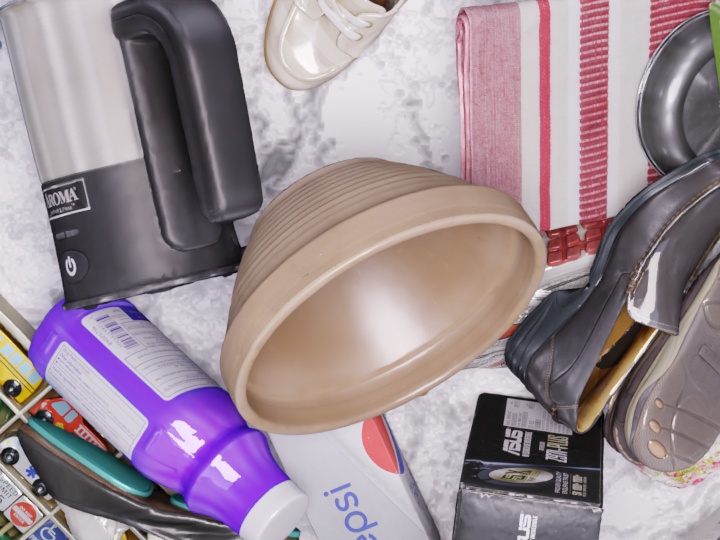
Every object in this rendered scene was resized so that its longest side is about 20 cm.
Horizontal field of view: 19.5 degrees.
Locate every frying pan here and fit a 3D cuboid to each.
[{"bbox_3d":[0.246,-0.133,1.296,0.190,0.031,0.115,-49,123,-3],"label":"frying pan"}]

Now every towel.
[{"bbox_3d":[0.147,-0.101,1.278,0.199,0.023,0.144,-11,112,-25],"label":"towel"}]

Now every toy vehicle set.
[{"bbox_3d":[-0.216,0.128,1.381,0.124,0.027,0.200,-42,100,9],"label":"toy vehicle set"}]

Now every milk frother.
[{"bbox_3d":[-0.097,-0.089,1.284,0.180,0.200,0.189,-11,93,34],"label":"milk frother"}]

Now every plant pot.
[{"bbox_3d":[0.000,0.000,1.206,0.201,0.201,0.093,-33,63,8],"label":"plant pot"}]

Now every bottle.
[{"bbox_3d":[-0.117,0.094,1.304,0.200,0.083,0.065,41,109,21],"label":"bottle"}]

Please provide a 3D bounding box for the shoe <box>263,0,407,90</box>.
[{"bbox_3d":[0.006,-0.195,1.287,0.070,0.053,0.200,36,101,-8],"label":"shoe"}]

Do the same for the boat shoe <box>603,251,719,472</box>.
[{"bbox_3d":[0.214,0.037,1.317,0.075,0.073,0.200,49,68,-22],"label":"boat shoe"}]

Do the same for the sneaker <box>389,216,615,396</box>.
[{"bbox_3d":[0.094,0.012,1.336,0.200,0.078,0.082,-25,129,2],"label":"sneaker"}]

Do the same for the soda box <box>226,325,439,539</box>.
[{"bbox_3d":[-0.015,0.111,1.348,0.068,0.063,0.200,-23,102,5],"label":"soda box"}]

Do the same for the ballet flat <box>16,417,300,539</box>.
[{"bbox_3d":[-0.136,0.161,1.327,0.200,0.068,0.069,23,91,4],"label":"ballet flat"}]

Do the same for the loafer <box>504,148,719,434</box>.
[{"bbox_3d":[0.175,0.014,1.273,0.073,0.072,0.200,12,124,-44],"label":"loafer"}]

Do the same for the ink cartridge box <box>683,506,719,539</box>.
[{"bbox_3d":[0.261,0.230,1.336,0.200,0.085,0.146,-39,102,-14],"label":"ink cartridge box"}]

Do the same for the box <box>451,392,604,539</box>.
[{"bbox_3d":[0.099,0.184,1.300,0.086,0.200,0.164,7,104,5],"label":"box"}]

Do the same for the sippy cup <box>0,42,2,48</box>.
[{"bbox_3d":[-0.296,-0.135,1.272,0.130,0.140,0.178,-40,125,-2],"label":"sippy cup"}]

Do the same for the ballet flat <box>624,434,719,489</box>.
[{"bbox_3d":[0.262,0.078,1.354,0.200,0.076,0.064,-28,133,11],"label":"ballet flat"}]

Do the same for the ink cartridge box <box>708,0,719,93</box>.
[{"bbox_3d":[0.323,-0.112,1.260,0.199,0.076,0.148,-17,114,-9],"label":"ink cartridge box"}]
